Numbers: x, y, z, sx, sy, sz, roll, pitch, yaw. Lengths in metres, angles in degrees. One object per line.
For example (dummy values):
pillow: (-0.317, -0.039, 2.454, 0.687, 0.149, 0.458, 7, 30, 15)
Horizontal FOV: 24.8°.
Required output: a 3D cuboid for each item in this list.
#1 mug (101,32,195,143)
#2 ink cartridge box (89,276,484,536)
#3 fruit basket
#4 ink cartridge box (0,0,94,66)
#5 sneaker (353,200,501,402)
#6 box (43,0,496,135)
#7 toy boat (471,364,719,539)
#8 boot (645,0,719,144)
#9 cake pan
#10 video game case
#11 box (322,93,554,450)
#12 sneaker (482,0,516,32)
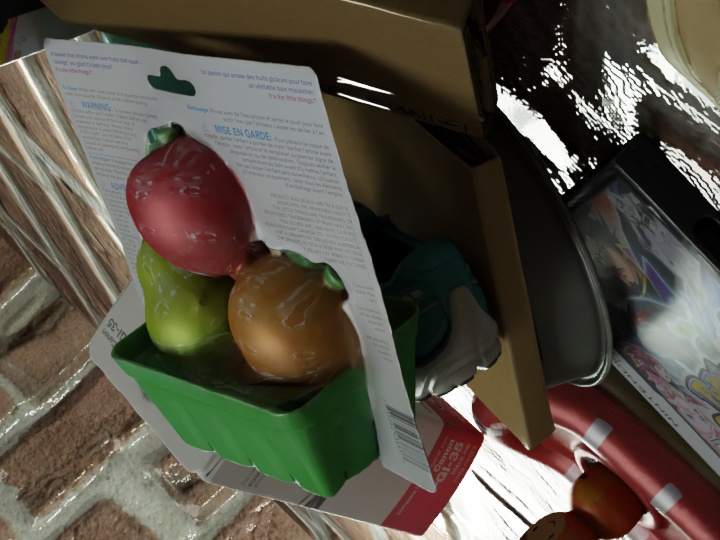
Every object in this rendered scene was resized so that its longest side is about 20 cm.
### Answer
mug: (-0.061, -0.081, 0.922, 0.185, 0.114, 0.152, -124, 14, -52)
ink cartridge box: (-0.043, 0.075, 0.992, 0.200, 0.083, 0.147, 24, -167, -47)
fruit basket: (-0.049, -0.008, 0.717, 0.185, 0.094, 0.200, 12, 124, 45)
ink cartridge box: (-0.215, -0.139, 0.734, 0.146, 0.200, 0.083, 9, 113, 21)
sneaker: (0.000, 0.000, 0.823, 0.200, 0.077, 0.080, 16, 129, 55)
box: (-0.047, -0.105, 0.641, 0.200, 0.021, 0.163, 17, 174, 9)
toy boat: (0.140, 0.138, 0.965, 0.200, 0.131, 0.131, 43, 165, 16)
boot: (0.171, -0.044, 0.485, 0.155, 0.073, 0.200, 35, 163, 42)
cake pan: (0.061, -0.017, 0.874, 0.200, 0.037, 0.200, 54, 165, 22)
video game case: (0.163, 0.028, 0.812, 0.181, 0.025, 0.200, 47, 166, 1)
box: (0.035, -0.021, 0.830, 0.163, 0.021, 0.200, 46, 160, 43)
sneaker: (0.010, -0.127, 0.705, 0.108, 0.067, 0.201, 45, 155, 8)
